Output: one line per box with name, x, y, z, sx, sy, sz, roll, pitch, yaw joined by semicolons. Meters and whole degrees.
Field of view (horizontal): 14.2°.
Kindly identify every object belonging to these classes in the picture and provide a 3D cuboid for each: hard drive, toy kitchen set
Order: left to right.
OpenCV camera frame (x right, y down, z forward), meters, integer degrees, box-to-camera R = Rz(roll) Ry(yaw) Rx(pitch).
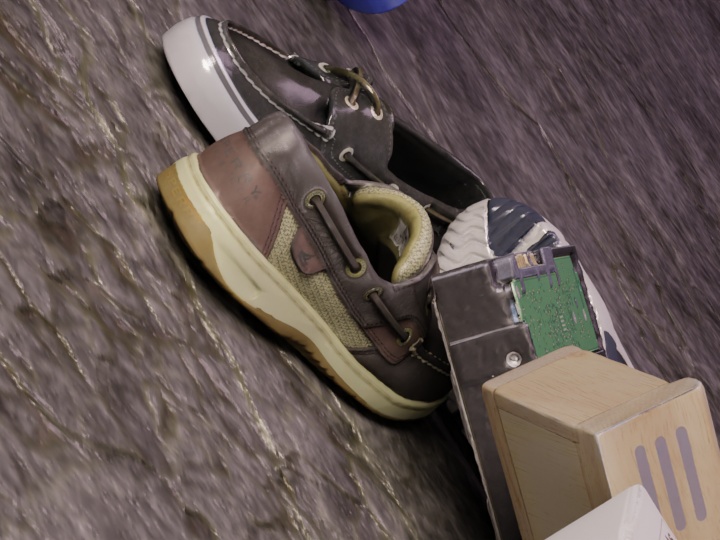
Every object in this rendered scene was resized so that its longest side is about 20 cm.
hard drive;0.082;0.091;1.127;0.140;0.038;0.200;-11;86;-75
toy kitchen set;0.183;0.099;0.967;0.163;0.200;0.181;20;-50;62

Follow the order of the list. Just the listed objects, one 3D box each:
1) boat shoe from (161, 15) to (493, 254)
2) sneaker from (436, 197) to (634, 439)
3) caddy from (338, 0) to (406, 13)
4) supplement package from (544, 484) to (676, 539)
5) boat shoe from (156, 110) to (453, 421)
boat shoe;-0.011;-0.058;1.207;0.200;0.057;0.069;39;23;-51
sneaker;0.099;0.062;1.263;0.199;0.079;0.130;59;13;5
caddy;0.008;-0.227;1.467;0.105;0.141;0.200;52;14;-36
supplement package;0.089;0.189;0.881;0.200;0.117;0.117;54;16;-7
boat shoe;-0.001;-0.001;1.099;0.201;0.066;0.072;37;24;-53
